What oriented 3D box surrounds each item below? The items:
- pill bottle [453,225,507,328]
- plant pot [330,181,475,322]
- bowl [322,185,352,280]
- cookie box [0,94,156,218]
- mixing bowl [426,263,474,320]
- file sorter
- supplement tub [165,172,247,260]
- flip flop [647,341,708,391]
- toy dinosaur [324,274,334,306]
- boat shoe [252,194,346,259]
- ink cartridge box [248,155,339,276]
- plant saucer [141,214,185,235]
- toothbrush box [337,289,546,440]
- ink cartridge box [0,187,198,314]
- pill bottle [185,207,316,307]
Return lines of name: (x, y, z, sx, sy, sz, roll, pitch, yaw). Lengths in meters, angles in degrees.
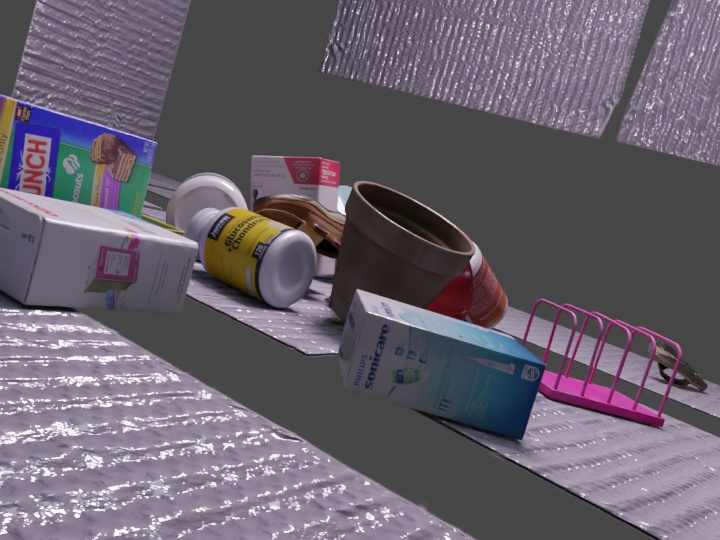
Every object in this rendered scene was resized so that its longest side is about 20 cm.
pill bottle: (0.189, 0.015, 1.454, 0.111, 0.113, 0.201, 23, -24, 50)
plant pot: (0.043, -0.003, 1.134, 0.196, 0.176, 0.201, 24, 18, -8)
bowl: (-0.047, -0.061, 1.609, 0.105, 0.203, 0.199, 44, 19, 29)
cookie box: (-0.366, -0.102, 0.952, 0.074, 0.175, 0.198, 17, 4, 43)
mixing bowl: (0.090, 0.014, 1.343, 0.107, 0.205, 0.199, -21, 27, -30)
file sorter: (0.354, 0.132, 1.177, 0.196, 0.128, 0.139, 16, 6, -17)
supplement tub: (-0.269, -0.099, 1.382, 0.137, 0.144, 0.200, 16, 5, -12)
flip flop: (0.711, 0.227, 1.768, 0.198, 0.058, 0.082, 32, 27, -32)
toy dinosaur: (0.000, 0.000, 1.294, 0.084, 0.139, 0.200, 16, 5, -8)
boat shoe: (-0.085, -0.066, 1.248, 0.075, 0.076, 0.198, -13, -21, 41)
ink cartridge box: (-0.120, -0.094, 1.384, 0.142, 0.206, 0.084, 5, 3, 24)
plant saucer: (-0.401, -0.072, 1.188, 0.196, 0.049, 0.199, 20, 6, 24)
toothbrush box: (0.080, 0.097, 0.851, 0.196, 0.087, 0.146, 18, 6, -8)
ink cartridge box: (-0.293, -0.020, 0.816, 0.142, 0.087, 0.198, 21, 5, 33)
pill bottle: (-0.167, -0.028, 1.153, 0.197, 0.115, 0.111, 21, 7, 36)
